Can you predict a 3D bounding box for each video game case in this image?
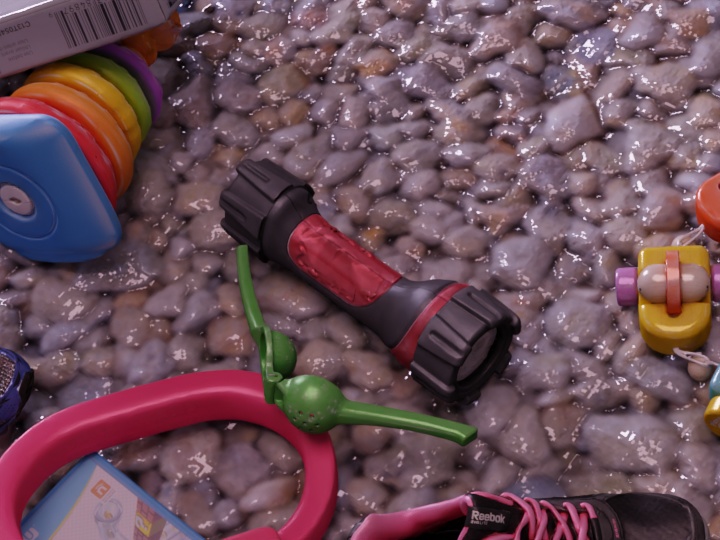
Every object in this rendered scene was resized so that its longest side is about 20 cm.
[{"bbox_3d":[-0.130,0.204,1.015,0.200,0.018,0.143,33,69,30],"label":"video game case"}]

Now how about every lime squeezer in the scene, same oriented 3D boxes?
[{"bbox_3d":[-0.029,0.051,1.050,0.071,0.038,0.200,-40,57,-19],"label":"lime squeezer"}]

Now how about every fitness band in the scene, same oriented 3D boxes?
[{"bbox_3d":[-0.110,0.126,1.035,0.199,0.038,0.144,-14,46,-10],"label":"fitness band"}]

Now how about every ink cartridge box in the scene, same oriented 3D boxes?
[{"bbox_3d":[-0.201,-0.177,1.232,0.199,0.041,0.200,-16,20,15],"label":"ink cartridge box"}]

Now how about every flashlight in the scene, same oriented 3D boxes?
[{"bbox_3d":[0.000,0.000,1.090,0.200,0.068,0.068,37,104,26],"label":"flashlight"}]

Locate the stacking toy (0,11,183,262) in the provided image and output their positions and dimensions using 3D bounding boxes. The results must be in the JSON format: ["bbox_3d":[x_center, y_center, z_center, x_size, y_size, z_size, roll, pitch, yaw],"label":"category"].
[{"bbox_3d":[-0.173,-0.109,1.199,0.116,0.110,0.200,2,43,32],"label":"stacking toy"}]

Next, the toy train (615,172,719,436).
[{"bbox_3d":[0.229,0.007,1.045,0.150,0.056,0.200,-24,54,-4],"label":"toy train"}]

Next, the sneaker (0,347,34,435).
[{"bbox_3d":[-0.292,0.062,1.111,0.199,0.079,0.076,3,58,15],"label":"sneaker"}]

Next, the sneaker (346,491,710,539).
[{"bbox_3d":[0.083,0.146,0.960,0.199,0.096,0.079,-10,53,4],"label":"sneaker"}]
